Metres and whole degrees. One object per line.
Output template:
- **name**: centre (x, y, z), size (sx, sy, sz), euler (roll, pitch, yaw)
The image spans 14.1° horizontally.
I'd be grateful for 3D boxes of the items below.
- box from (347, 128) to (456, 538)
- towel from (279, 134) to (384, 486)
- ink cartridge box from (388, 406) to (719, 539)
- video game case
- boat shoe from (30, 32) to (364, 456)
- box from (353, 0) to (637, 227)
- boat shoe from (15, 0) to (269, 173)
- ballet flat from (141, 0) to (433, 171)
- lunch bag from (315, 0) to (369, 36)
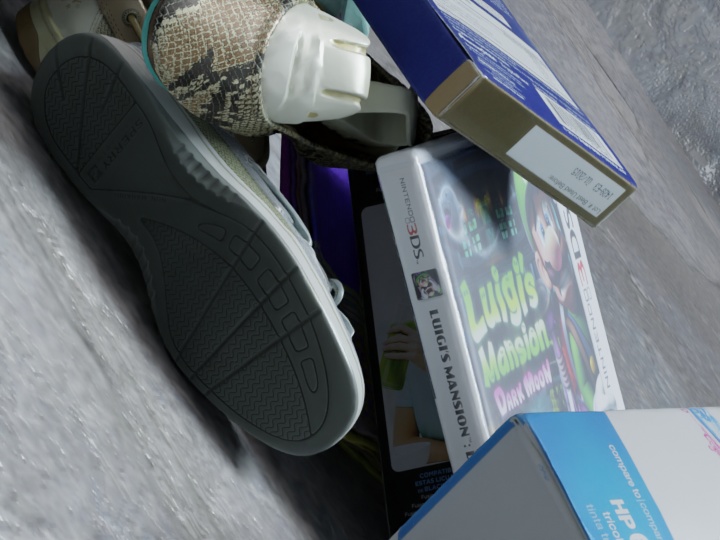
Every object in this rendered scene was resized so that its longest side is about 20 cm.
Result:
- **box**: centre (0.052, 0.048, 1.335), size (0.117, 0.060, 0.201), euler (28, 53, -64)
- **towel**: centre (0.000, 0.000, 1.344), size (0.144, 0.023, 0.201), euler (43, 40, -56)
- **ink cartridge box**: centre (0.103, 0.126, 1.132), size (0.199, 0.145, 0.085), euler (-1, 52, -45)
- **video game case**: centre (0.069, 0.026, 1.276), size (0.200, 0.023, 0.183), euler (-23, 99, -68)
- **boat shoe**: centre (-0.058, -0.015, 1.202), size (0.202, 0.074, 0.065), euler (52, 27, 15)
- **box**: centre (0.035, -0.112, 1.269), size (0.121, 0.032, 0.200), euler (31, 21, -46)
- **boat shoe**: centre (-0.070, -0.060, 1.307), size (0.200, 0.065, 0.072), euler (48, 14, -29)
- **ballet flat**: centre (-0.017, -0.079, 1.207), size (0.075, 0.068, 0.200), euler (16, -3, 23)
- **lunch bag**: centre (-0.078, -0.204, 1.533), size (0.200, 0.122, 0.171), euler (42, 16, -29)
